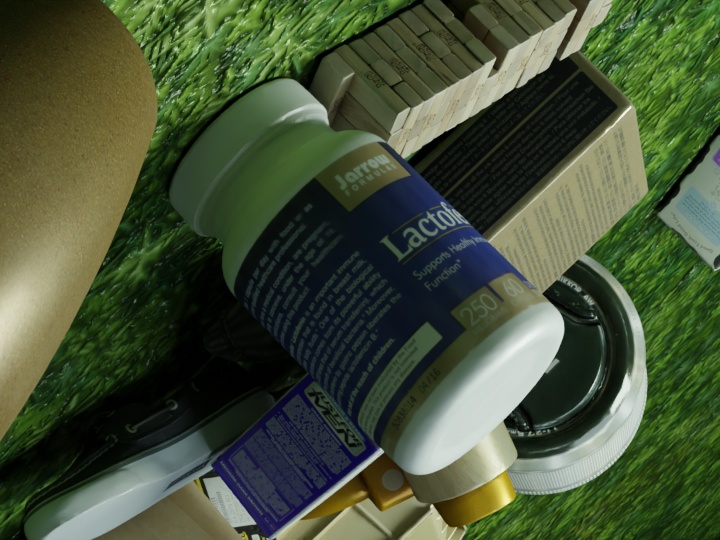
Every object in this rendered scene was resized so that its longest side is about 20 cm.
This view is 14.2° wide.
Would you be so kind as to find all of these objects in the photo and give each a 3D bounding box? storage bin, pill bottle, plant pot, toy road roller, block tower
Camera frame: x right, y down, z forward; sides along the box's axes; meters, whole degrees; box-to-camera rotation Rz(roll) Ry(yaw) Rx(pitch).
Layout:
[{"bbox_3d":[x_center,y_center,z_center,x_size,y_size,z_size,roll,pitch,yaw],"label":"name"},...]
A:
[{"bbox_3d":[-0.021,0.219,2.180,0.199,0.094,0.200,-43,163,-8],"label":"storage bin"},{"bbox_3d":[0.000,0.000,1.501,0.116,0.200,0.116,-41,164,-14],"label":"pill bottle"},{"bbox_3d":[-0.169,-0.026,1.109,0.200,0.186,0.187,-47,169,-41],"label":"plant pot"},{"bbox_3d":[0.005,0.102,1.837,0.146,0.123,0.200,-26,-169,-6],"label":"toy road roller"},{"bbox_3d":[0.057,-0.122,1.599,0.200,0.058,0.054,-31,158,-36],"label":"block tower"}]

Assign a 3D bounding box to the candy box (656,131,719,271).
[{"bbox_3d":[0.351,-0.107,2.321,0.168,0.072,0.200,-20,150,-55],"label":"candy box"}]

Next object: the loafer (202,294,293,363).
[{"bbox_3d":[-0.032,0.018,1.730,0.072,0.073,0.200,-23,173,19],"label":"loafer"}]

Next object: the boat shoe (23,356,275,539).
[{"bbox_3d":[-0.131,0.106,1.701,0.200,0.057,0.069,-27,165,-45],"label":"boat shoe"}]

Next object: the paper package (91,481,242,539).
[{"bbox_3d":[-0.117,0.243,1.790,0.103,0.200,0.191,-33,161,-32],"label":"paper package"}]

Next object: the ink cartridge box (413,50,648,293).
[{"bbox_3d":[0.100,-0.046,1.854,0.165,0.075,0.200,-42,164,-4],"label":"ink cartridge box"}]

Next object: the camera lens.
[{"bbox_3d":[0.121,0.072,2.032,0.160,0.160,0.200,-43,168,-4],"label":"camera lens"}]

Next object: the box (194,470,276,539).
[{"bbox_3d":[-0.094,0.253,1.966,0.049,0.160,0.200,-9,149,-25],"label":"box"}]

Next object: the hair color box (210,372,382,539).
[{"bbox_3d":[-0.002,0.077,1.645,0.109,0.065,0.200,-37,178,-28],"label":"hair color box"}]
